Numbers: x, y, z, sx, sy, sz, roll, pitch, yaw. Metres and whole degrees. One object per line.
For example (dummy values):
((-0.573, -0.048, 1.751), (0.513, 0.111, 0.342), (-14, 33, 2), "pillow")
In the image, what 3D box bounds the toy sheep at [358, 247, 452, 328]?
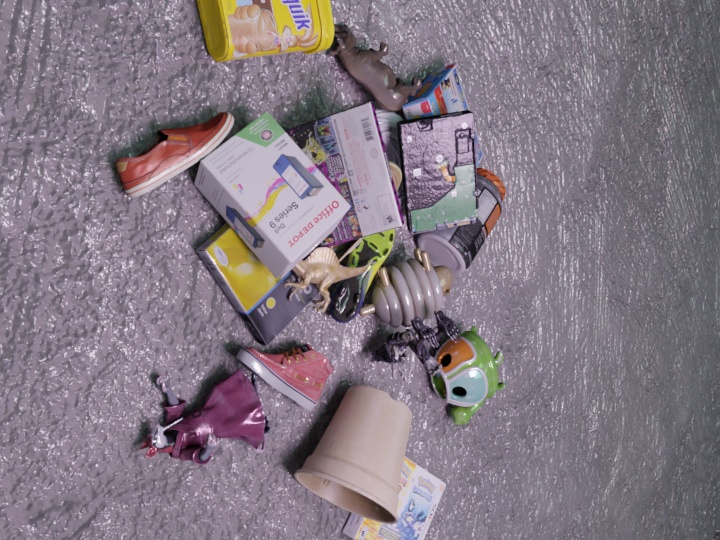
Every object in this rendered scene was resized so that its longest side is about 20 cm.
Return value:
((0.085, 0.041, 1.217), (0.195, 0.138, 0.141), (-19, 109, -7), "toy sheep")

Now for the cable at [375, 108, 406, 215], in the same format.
((0.030, -0.192, 1.181), (0.197, 0.068, 0.206), (-17, 106, -39), "cable")

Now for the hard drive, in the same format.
((0.142, -0.176, 1.162), (0.135, 0.038, 0.206), (-10, 112, -4), "hard drive")

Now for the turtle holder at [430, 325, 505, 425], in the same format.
((0.214, 0.223, 1.355), (0.129, 0.142, 0.188), (-22, 149, -21), "turtle holder")

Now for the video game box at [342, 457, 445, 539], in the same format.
((0.075, 0.480, 1.302), (0.199, 0.046, 0.186), (40, 66, -36), "video game box")

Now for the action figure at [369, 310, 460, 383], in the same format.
((0.093, 0.152, 1.177), (0.116, 0.200, 0.104), (-15, 73, -33), "action figure")

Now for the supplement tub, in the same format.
((0.211, -0.105, 1.309), (0.202, 0.121, 0.123), (-54, 124, -23), "supplement tub")

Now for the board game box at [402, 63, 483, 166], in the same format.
((0.167, -0.269, 1.254), (0.197, 0.055, 0.204), (-54, 128, -49), "board game box")

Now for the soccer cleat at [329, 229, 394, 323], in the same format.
((-0.001, 0.000, 1.167), (0.064, 0.084, 0.204), (27, 82, -5), "soccer cleat")

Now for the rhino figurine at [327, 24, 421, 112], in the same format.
((0.014, -0.364, 1.135), (0.199, 0.060, 0.088), (41, 60, -11), "rhino figurine")

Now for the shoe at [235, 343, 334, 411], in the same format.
((-0.121, 0.155, 1.075), (0.092, 0.071, 0.200), (-56, 135, -12), "shoe")

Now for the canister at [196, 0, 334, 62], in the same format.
((-0.148, -0.409, 0.996), (0.197, 0.085, 0.153), (-21, 107, -35), "canister")

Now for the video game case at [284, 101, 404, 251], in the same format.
((-0.037, -0.149, 1.053), (0.036, 0.176, 0.206), (-46, 121, -74), "video game case")

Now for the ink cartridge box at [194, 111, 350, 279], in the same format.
((-0.134, -0.114, 0.983), (0.201, 0.087, 0.145), (49, 61, -2), "ink cartridge box")

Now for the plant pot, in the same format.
((0.006, 0.318, 1.147), (0.201, 0.197, 0.187), (45, 56, -33), "plant pot")

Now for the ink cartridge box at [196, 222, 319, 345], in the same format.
((-0.144, -0.017, 1.065), (0.200, 0.046, 0.200), (-45, 120, -26), "ink cartridge box")

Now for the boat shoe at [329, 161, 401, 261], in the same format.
((0.002, -0.096, 1.103), (0.073, 0.064, 0.201), (35, 110, -28), "boat shoe")

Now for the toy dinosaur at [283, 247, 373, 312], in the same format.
((-0.059, 0.013, 1.065), (0.195, 0.058, 0.104), (10, 103, -31), "toy dinosaur")

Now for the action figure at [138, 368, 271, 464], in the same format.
((-0.245, 0.236, 0.990), (0.196, 0.135, 0.151), (-20, 150, -24), "action figure")

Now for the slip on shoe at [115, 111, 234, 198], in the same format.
((-0.265, -0.181, 0.929), (0.199, 0.073, 0.062), (-40, 115, -25), "slip on shoe")
